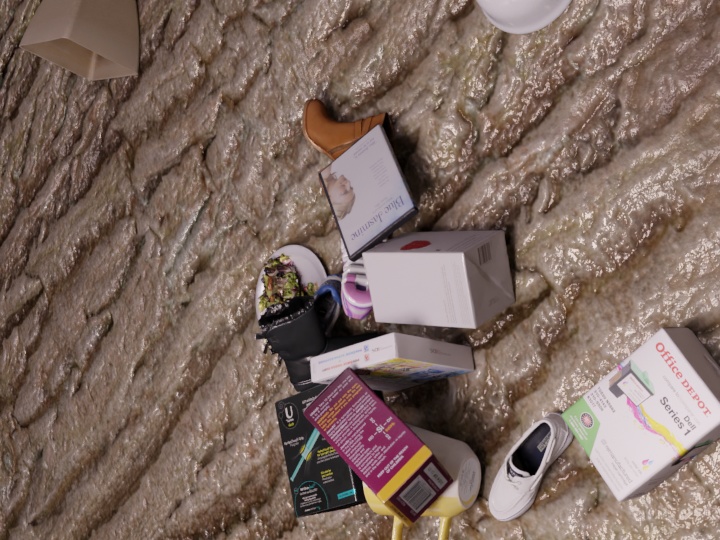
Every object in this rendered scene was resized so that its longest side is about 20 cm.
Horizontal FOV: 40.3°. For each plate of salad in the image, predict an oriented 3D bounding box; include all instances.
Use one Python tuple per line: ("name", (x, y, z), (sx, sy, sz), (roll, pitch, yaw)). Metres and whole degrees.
("plate of salad", (-0.136, 0.053, 1.833), (0.198, 0.048, 0.203), (-2, 87, 42))

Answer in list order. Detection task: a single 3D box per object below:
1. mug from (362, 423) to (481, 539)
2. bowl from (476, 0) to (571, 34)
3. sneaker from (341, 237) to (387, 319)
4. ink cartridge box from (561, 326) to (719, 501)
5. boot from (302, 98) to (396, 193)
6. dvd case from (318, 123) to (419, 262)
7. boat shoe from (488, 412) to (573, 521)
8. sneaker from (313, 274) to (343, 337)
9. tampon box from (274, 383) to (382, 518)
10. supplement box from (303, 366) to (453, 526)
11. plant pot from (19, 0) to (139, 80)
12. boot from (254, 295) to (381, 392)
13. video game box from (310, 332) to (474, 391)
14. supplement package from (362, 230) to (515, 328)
("mug", (0.109, 0.337, 1.556), (0.152, 0.149, 0.189), (2, 117, 33))
("bowl", (0.236, -0.473, 1.504), (0.199, 0.090, 0.204), (-3, 85, 42))
("sneaker", (0.000, 0.000, 1.669), (0.089, 0.079, 0.202), (101, 176, -50))
("ink cartridge box", (0.396, 0.192, 1.328), (0.200, 0.083, 0.146), (-48, 59, 28))
("boot", (-0.019, -0.245, 1.732), (0.154, 0.076, 0.202), (-29, 59, 29))
("dvd case", (0.010, -0.130, 1.622), (0.142, 0.017, 0.201), (-37, 51, 21))
("boat shoe", (0.241, 0.294, 1.472), (0.073, 0.065, 0.202), (39, 113, 35))
("sneaker", (-0.083, 0.103, 1.737), (0.076, 0.085, 0.202), (23, 102, 8))
("tampon box", (-0.038, 0.301, 1.679), (0.149, 0.125, 0.203), (-24, 71, 38))
("supplement box", (0.027, 0.261, 1.458), (0.103, 0.131, 0.200), (-44, 57, -6))
("plant pot", (-0.612, -0.555, 2.209), (0.198, 0.199, 0.179), (4, 78, 41))
("boot", (-0.067, 0.110, 1.656), (0.196, 0.164, 0.074), (-21, 32, 7))
("video game box", (0.051, 0.149, 1.560), (0.181, 0.199, 0.047), (-17, 69, 39))
("supplement package", (0.121, 0.010, 1.538), (0.198, 0.121, 0.121), (0, 109, 41))
